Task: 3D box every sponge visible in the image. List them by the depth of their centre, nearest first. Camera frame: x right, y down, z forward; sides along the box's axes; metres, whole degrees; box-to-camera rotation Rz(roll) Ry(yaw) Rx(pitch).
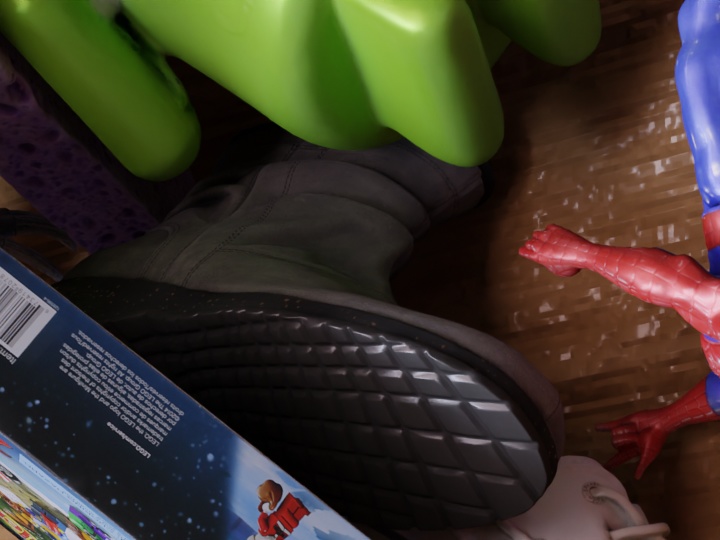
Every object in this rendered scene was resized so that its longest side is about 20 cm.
[{"bbox_3d":[-0.104,-0.071,0.844,0.030,0.200,0.112,-25,57,12],"label":"sponge"}]

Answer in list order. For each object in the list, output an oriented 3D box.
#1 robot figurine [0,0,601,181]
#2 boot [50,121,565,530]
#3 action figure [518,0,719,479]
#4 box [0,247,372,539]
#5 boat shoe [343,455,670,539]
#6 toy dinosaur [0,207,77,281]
[{"bbox_3d":[-0.023,-0.112,0.787,0.200,0.116,0.176,35,74,31],"label":"robot figurine"},{"bbox_3d":[0.000,0.000,0.768,0.200,0.132,0.070,12,131,40],"label":"boot"},{"bbox_3d":[0.081,-0.022,0.729,0.099,0.065,0.201,-20,65,31],"label":"action figure"},{"bbox_3d":[-0.032,0.082,0.704,0.038,0.200,0.137,-51,-4,-16],"label":"box"},{"bbox_3d":[0.050,0.081,0.730,0.200,0.074,0.065,28,82,40],"label":"boat shoe"},{"bbox_3d":[-0.160,-0.008,0.909,0.105,0.200,0.182,38,152,56],"label":"toy dinosaur"}]
